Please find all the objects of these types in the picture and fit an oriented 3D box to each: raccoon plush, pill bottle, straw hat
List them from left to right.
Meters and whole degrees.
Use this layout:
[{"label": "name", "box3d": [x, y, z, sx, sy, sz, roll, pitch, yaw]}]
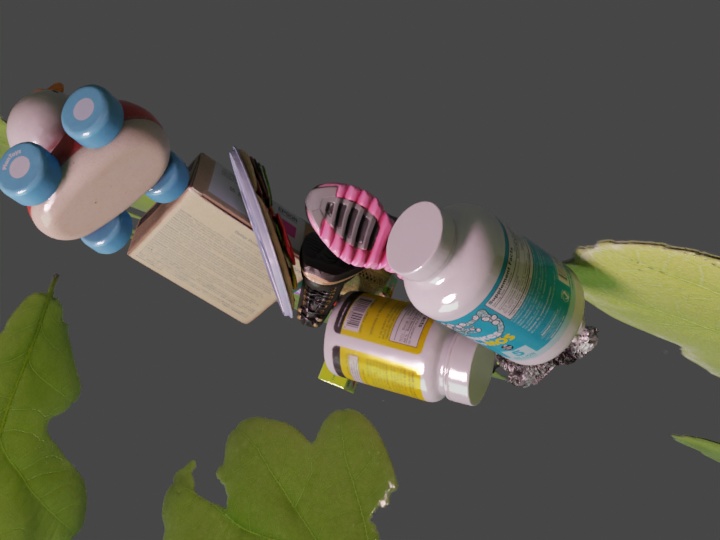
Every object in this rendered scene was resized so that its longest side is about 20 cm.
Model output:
[{"label": "straw hat", "box3d": [0.000, 0.000, 1.190, 0.198, 0.086, 0.201, 23, 172, 3]}, {"label": "pill bottle", "box3d": [0.063, 0.100, 1.088, 0.197, 0.116, 0.114, 13, 169, 26]}, {"label": "pill bottle", "box3d": [0.116, 0.008, 0.813, 0.199, 0.112, 0.110, 28, 170, -36]}, {"label": "raccoon plush", "box3d": [0.225, 0.073, 1.193, 0.133, 0.097, 0.200, 37, 141, -8]}]

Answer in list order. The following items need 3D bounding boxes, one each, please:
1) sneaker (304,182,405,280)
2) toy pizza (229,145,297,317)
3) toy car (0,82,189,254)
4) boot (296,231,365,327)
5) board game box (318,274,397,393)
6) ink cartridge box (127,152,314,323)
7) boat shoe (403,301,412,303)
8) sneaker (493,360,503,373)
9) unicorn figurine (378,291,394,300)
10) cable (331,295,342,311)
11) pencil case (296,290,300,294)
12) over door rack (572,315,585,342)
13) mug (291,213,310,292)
[{"label": "sneaker", "box3d": [0.015, -0.040, 0.968, 0.198, 0.080, 0.095, 28, -178, -27]}, {"label": "toy pizza", "box3d": [-0.102, -0.045, 0.970, 0.031, 0.203, 0.200, -19, 177, -8]}, {"label": "toy car", "box3d": [-0.330, -0.155, 0.985, 0.201, 0.176, 0.184, 50, -179, 24]}, {"label": "boot", "box3d": [-0.046, 0.025, 1.025, 0.077, 0.140, 0.200, 26, -162, 5]}, {"label": "board game box", "box3d": [-0.002, 0.091, 1.386, 0.047, 0.203, 0.102, 20, 172, 12]}, {"label": "ink cartridge box", "box3d": [-0.179, -0.036, 1.138, 0.199, 0.076, 0.164, 34, 129, -26]}, {"label": "boat shoe", "box3d": [0.124, 0.098, 1.592, 0.072, 0.064, 0.200, 24, 172, -14]}, {"label": "sneaker", "box3d": [0.245, 0.136, 1.424, 0.198, 0.084, 0.071, 15, 170, 45]}, {"label": "unicorn figurine", "box3d": [0.089, 0.080, 1.253, 0.136, 0.075, 0.200, 24, -162, 16]}, {"label": "cable", "box3d": [-0.029, 0.061, 1.303, 0.050, 0.202, 0.098, 6, 137, -26]}, {"label": "pencil case", "box3d": [-0.108, 0.014, 1.613, 0.083, 0.087, 0.199, 29, 170, -33]}, {"label": "over door rack", "box3d": [0.159, 0.039, 1.069, 0.147, 0.068, 0.199, 30, 169, -40]}, {"label": "mug", "box3d": [-0.153, -0.034, 1.288, 0.151, 0.116, 0.184, 15, 170, 43]}]
